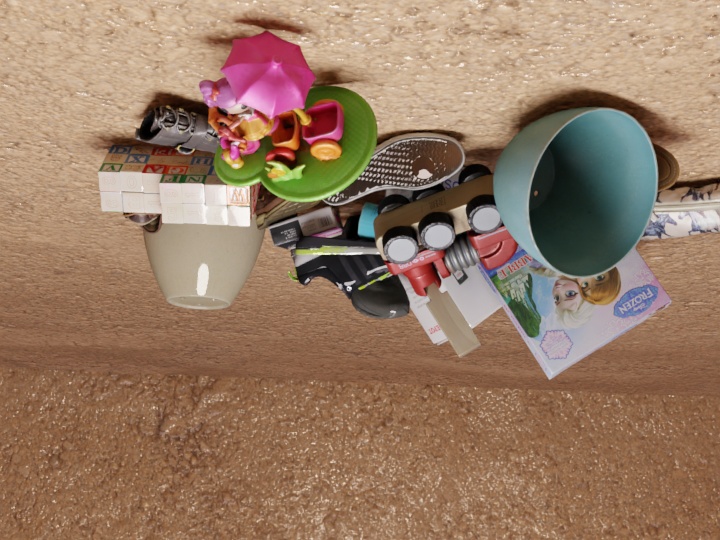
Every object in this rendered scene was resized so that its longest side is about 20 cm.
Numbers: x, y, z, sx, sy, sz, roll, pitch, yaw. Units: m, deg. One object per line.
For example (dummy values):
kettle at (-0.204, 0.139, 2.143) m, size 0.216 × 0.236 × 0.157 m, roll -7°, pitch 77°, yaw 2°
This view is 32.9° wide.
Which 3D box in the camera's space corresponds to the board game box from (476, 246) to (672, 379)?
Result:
board game box at (0.294, 0.015, 1.705) m, size 0.200 × 0.200 × 0.041 m, roll -31°, pitch 166°, yaw -5°

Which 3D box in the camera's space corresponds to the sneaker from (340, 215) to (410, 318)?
sneaker at (0.014, -0.005, 1.767) m, size 0.076 × 0.200 × 0.091 m, roll -12°, pitch 130°, yaw -23°

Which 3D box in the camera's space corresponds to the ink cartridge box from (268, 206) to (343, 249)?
ink cartridge box at (-0.077, -0.062, 1.813) m, size 0.095 × 0.037 × 0.200 m, roll -18°, pitch -179°, yaw 3°

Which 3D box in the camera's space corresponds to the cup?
cup at (-0.253, -0.017, 1.941) m, size 0.200 × 0.144 × 0.200 m, roll 3°, pitch 167°, yaw 1°

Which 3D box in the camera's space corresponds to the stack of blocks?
stack of blocks at (-0.237, -0.112, 1.598) m, size 0.200 × 0.059 × 0.115 m, roll 3°, pitch -151°, yaw 1°

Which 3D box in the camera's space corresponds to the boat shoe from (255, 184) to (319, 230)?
boat shoe at (-0.109, -0.107, 1.691) m, size 0.072 × 0.068 × 0.200 m, roll -18°, pitch 178°, yaw -22°

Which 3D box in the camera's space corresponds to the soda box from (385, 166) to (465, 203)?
soda box at (0.133, -0.104, 1.687) m, size 0.200 × 0.064 × 0.068 m, roll 12°, pitch 164°, yaw -33°

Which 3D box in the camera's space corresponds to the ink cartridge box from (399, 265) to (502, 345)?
ink cartridge box at (0.111, -0.004, 1.799) m, size 0.084 × 0.200 × 0.146 m, roll -33°, pitch 180°, yaw -22°

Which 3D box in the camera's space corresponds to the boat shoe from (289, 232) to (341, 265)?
boat shoe at (-0.011, -0.036, 1.915) m, size 0.200 × 0.063 × 0.073 m, roll -11°, pitch -179°, yaw -2°

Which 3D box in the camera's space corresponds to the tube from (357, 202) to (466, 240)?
tube at (0.098, -0.051, 1.684) m, size 0.200 × 0.050 × 0.077 m, roll 12°, pitch -161°, yaw 11°

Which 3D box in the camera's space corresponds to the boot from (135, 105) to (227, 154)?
boot at (-0.168, -0.166, 1.476) m, size 0.174 × 0.069 × 0.200 m, roll 10°, pitch 166°, yaw -31°

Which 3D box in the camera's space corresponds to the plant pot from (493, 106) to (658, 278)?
plant pot at (0.237, -0.103, 1.466) m, size 0.200 × 0.200 × 0.135 m, roll 12°, pitch -174°, yaw -34°

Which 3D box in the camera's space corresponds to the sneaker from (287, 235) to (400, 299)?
sneaker at (0.000, 0.000, 1.702) m, size 0.200 × 0.083 × 0.072 m, roll 6°, pitch -179°, yaw 3°

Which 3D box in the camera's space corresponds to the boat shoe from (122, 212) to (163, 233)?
boat shoe at (-0.309, -0.100, 1.759) m, size 0.072 × 0.072 × 0.200 m, roll 4°, pitch 166°, yaw -5°

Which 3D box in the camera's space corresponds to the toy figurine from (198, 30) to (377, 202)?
toy figurine at (-0.104, -0.178, 1.311) m, size 0.200 × 0.150 × 0.184 m, roll -7°, pitch 153°, yaw 19°

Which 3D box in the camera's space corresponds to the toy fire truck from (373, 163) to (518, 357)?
toy fire truck at (0.130, -0.008, 1.594) m, size 0.176 × 0.129 × 0.200 m, roll -20°, pitch 127°, yaw 9°

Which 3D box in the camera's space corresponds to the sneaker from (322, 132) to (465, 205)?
sneaker at (0.043, -0.142, 1.588) m, size 0.200 × 0.073 × 0.085 m, roll -11°, pitch -164°, yaw 20°

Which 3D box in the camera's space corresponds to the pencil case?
pencil case at (0.469, -0.085, 1.678) m, size 0.200 × 0.078 × 0.089 m, roll -4°, pitch -175°, yaw 27°

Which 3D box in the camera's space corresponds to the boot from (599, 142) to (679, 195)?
boot at (0.342, -0.111, 1.592) m, size 0.200 × 0.077 × 0.155 m, roll -5°, pitch 163°, yaw 36°
